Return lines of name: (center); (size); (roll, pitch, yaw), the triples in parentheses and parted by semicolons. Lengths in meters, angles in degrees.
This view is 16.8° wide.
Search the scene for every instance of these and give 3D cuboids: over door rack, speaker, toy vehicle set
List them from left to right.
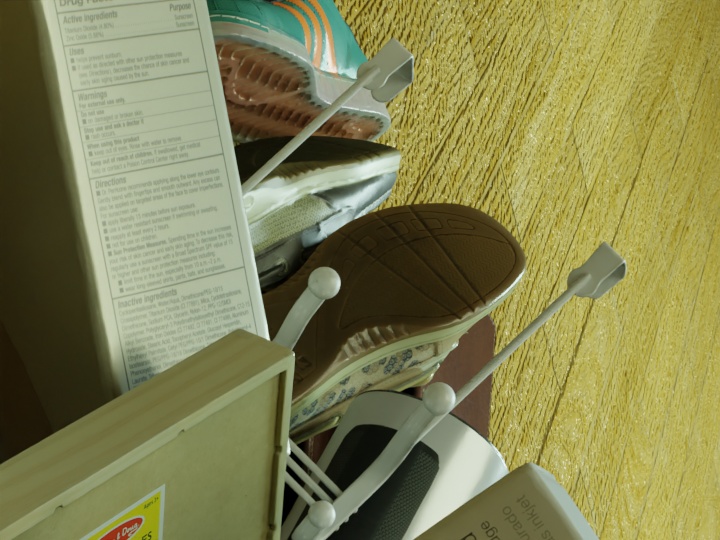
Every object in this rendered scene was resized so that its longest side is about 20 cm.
toy vehicle set: (-0.094, 0.112, 0.832); (0.200, 0.026, 0.124); (-30, 134, -50)
speaker: (-0.013, 0.153, 1.036); (0.200, 0.081, 0.081); (-59, 143, -26)
over door rack: (0.000, 0.000, 1.029); (0.148, 0.200, 0.067); (45, -24, 11)

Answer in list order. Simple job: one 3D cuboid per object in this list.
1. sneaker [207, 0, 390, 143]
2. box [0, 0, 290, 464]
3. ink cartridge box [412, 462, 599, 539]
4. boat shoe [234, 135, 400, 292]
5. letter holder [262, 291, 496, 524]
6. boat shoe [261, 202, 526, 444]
sneaker: (-0.051, -0.112, 1.207); (0.200, 0.071, 0.080); (23, 45, -67)
box: (-0.100, -0.015, 0.931); (0.095, 0.078, 0.200); (-12, 93, -49)
ink cartridge box: (0.021, 0.182, 0.834); (0.145, 0.200, 0.083); (55, 4, 13)
boat shoe: (-0.045, -0.021, 1.155); (0.201, 0.072, 0.066); (-23, 116, -59)
letter holder: (-0.008, 0.067, 1.183); (0.142, 0.100, 0.200); (61, 26, -42)
boat shoe: (-0.009, 0.030, 1.124); (0.073, 0.200, 0.063); (49, -35, 24)
